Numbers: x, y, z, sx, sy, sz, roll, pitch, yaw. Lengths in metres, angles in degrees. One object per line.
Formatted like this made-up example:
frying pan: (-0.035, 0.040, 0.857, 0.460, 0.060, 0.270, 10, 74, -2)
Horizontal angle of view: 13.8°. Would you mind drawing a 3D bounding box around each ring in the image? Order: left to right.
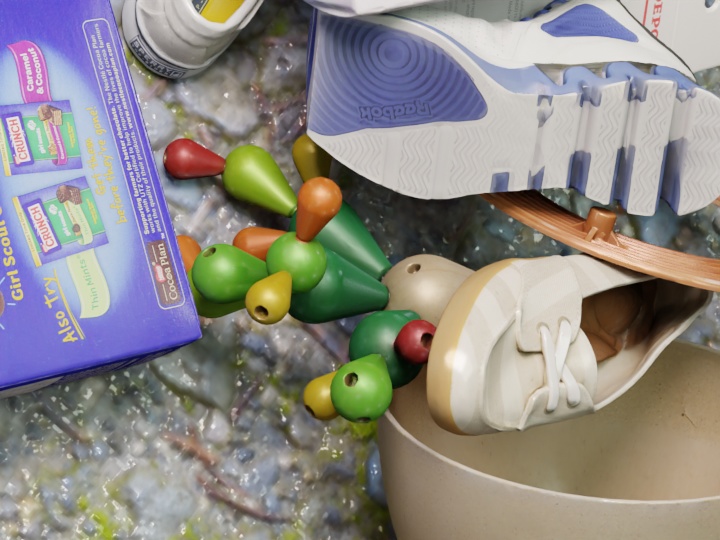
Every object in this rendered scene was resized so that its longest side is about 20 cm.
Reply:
ring: (0.139, -0.034, 1.406, 0.199, 0.200, 0.019, 8, 109, -27)

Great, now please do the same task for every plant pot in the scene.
plant pot: (0.101, 0.122, 1.348, 0.199, 0.200, 0.135, -8, 115, -30)

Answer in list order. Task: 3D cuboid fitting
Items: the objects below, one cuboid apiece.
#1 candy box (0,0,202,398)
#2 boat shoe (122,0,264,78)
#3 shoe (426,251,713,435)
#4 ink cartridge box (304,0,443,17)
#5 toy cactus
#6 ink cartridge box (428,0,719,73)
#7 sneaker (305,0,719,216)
candy box: (-0.188, -0.024, 1.275, 0.199, 0.077, 0.170, -12, 83, -32)
boat shoe: (-0.044, -0.187, 1.397, 0.074, 0.086, 0.203, 36, 62, -15)
shoe: (0.093, 0.025, 1.307, 0.200, 0.053, 0.070, -24, 112, -55)
ink cartridge box: (0.042, -0.222, 1.295, 0.162, 0.057, 0.201, -15, 114, -36)
toy cactus: (0.000, 0.000, 1.330, 0.164, 0.200, 0.103, 11, 108, -29)
ink cartridge box: (0.092, -0.144, 1.441, 0.199, 0.067, 0.118, -14, 124, -32)
sneaker: (0.071, -0.083, 1.358, 0.198, 0.115, 0.081, 11, 112, -3)
